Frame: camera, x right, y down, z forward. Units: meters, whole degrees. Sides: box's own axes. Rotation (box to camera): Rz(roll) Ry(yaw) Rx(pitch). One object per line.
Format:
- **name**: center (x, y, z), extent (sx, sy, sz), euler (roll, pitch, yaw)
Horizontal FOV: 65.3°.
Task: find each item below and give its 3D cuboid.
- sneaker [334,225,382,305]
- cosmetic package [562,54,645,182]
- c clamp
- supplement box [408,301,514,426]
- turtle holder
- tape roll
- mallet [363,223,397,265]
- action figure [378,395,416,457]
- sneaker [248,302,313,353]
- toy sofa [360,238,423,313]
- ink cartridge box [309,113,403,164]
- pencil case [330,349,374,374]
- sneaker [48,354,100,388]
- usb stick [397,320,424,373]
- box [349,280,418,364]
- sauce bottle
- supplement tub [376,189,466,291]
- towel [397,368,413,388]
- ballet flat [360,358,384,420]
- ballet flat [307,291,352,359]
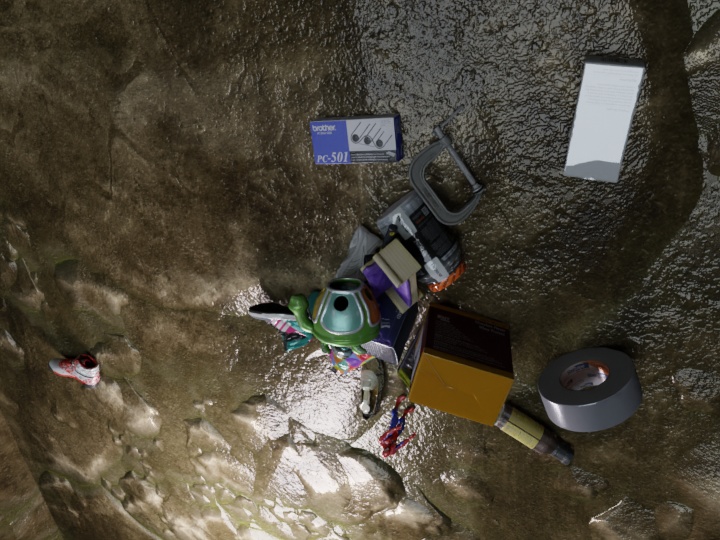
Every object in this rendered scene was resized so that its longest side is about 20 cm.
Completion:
- **sneaker**: center (0.000, 0.000, 1.287), extent (0.098, 0.203, 0.078), euler (23, 166, 1)
- **cosmetic package**: center (0.432, -0.270, 1.006), extent (0.100, 0.074, 0.204), euler (13, 122, 18)
- **c clamp**: center (0.188, -0.200, 1.147), extent (0.169, 0.027, 0.202), euler (-35, 111, 1)
- **supplement box**: center (0.222, 0.201, 1.249), extent (0.193, 0.201, 0.135), euler (16, 120, 2)
- **turtle holder**: center (-0.045, 0.084, 1.192), extent (0.183, 0.140, 0.134), euler (15, 120, 33)
- **tape roll**: center (0.478, 0.245, 1.178), extent (0.197, 0.201, 0.067), euler (-17, 109, 30)
- **mallet**: center (0.059, -0.045, 1.178), extent (0.064, 0.042, 0.200), euler (1, 158, -16)
- **action figure**: center (0.106, 0.392, 1.423), extent (0.098, 0.200, 0.066), euler (-36, 100, 34)
- **sneaker**: center (-0.209, 0.158, 1.520), extent (0.196, 0.084, 0.124), euler (6, 109, 20)
- **toy sofa**: center (0.070, 0.026, 1.178), extent (0.083, 0.097, 0.201), euler (49, 172, 20)
- **ink cartridge box**: center (-0.009, -0.283, 1.215), extent (0.196, 0.044, 0.096), euler (4, 116, 23)
- **pencil case**: center (0.003, 0.194, 1.438), extent (0.199, 0.089, 0.089), euler (-35, 99, 32)
- **sneaker**: center (-1.007, 0.329, 1.980), extent (0.198, 0.067, 0.109), euler (24, 122, 7)
- **usb stick**: center (0.148, 0.203, 1.408), extent (0.055, 0.033, 0.202), euler (32, 125, 14)
- **box**: center (0.021, 0.109, 1.324), extent (0.196, 0.150, 0.105), euler (15, 154, 19)
- **sauce bottle**: center (0.422, 0.402, 1.368), extent (0.198, 0.065, 0.065), euler (33, 125, 6)
- **supplement tub**: center (0.135, -0.062, 1.219), extent (0.122, 0.123, 0.201), euler (-33, 99, 34)
- **towel**: center (0.178, 0.268, 1.325), extent (0.086, 0.197, 0.018), euler (49, 117, 42)
- **ballet flat**: center (0.025, 0.318, 1.497), extent (0.067, 0.075, 0.204), euler (13, 120, 21)
- **ballet flat**: center (-0.079, 0.144, 1.427), extent (0.201, 0.073, 0.075), euler (56, 133, 33)
